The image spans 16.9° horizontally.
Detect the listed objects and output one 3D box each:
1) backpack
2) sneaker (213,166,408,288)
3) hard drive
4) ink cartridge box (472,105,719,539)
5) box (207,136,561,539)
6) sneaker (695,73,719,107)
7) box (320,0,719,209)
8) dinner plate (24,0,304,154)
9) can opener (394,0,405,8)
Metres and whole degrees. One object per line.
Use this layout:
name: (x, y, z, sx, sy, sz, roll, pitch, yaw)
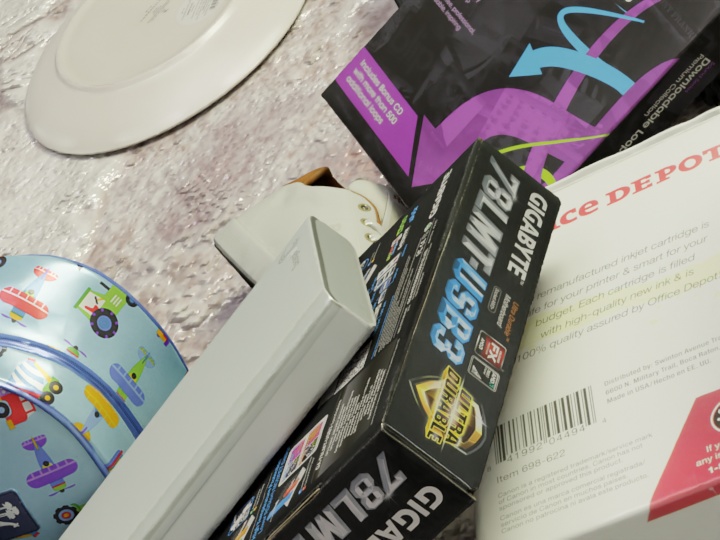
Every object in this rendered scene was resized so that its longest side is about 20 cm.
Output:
backpack: (-0.170, 0.089, 1.069, 0.200, 0.183, 0.135, -12, 33, 23)
sneaker: (0.000, 0.000, 1.121, 0.085, 0.073, 0.200, -41, 34, -4)
hard drive: (-0.068, 0.077, 0.946, 0.200, 0.026, 0.132, -52, 12, 9)
ink cartridge box: (0.121, 0.046, 0.960, 0.145, 0.083, 0.200, -24, 37, 18)
box: (-0.014, 0.069, 0.932, 0.199, 0.050, 0.200, -47, 13, 33)
sneaker: (0.154, -0.145, 1.171, 0.093, 0.070, 0.200, -43, 41, -14)
box: (0.087, -0.105, 1.117, 0.200, 0.036, 0.143, -47, 53, 14)
dinner plate: (-0.119, -0.146, 1.434, 0.200, 0.024, 0.200, -21, 38, 18)
can opener: (0.042, -0.134, 1.249, 0.079, 0.063, 0.200, -31, 38, 3)
